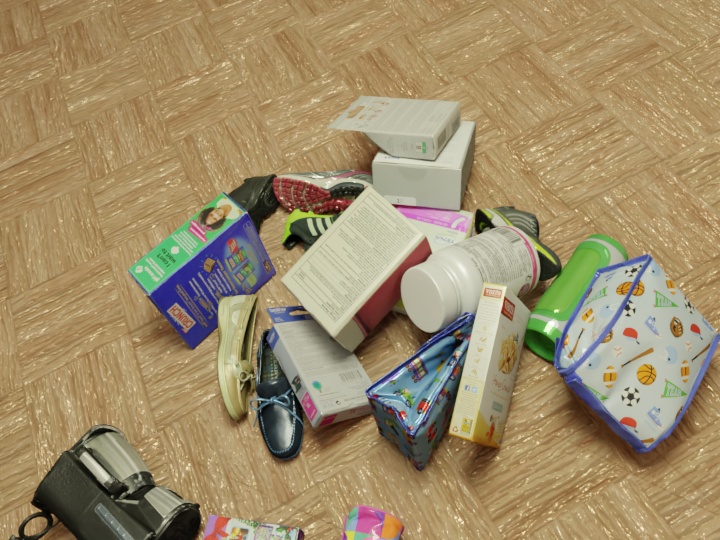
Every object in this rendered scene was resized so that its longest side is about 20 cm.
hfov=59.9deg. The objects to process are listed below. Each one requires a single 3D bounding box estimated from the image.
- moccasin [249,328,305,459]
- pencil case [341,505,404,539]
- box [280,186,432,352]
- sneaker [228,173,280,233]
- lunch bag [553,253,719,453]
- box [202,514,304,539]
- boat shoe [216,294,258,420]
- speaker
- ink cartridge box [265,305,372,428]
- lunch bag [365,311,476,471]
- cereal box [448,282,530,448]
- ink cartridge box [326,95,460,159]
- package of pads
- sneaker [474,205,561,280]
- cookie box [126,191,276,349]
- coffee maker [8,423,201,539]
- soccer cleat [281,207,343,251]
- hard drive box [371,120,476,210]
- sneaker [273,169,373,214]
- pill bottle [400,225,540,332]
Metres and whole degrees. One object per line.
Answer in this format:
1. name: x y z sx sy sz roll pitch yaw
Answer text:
1. moccasin: -0.137 0.185 0.957 0.079 0.069 0.203 -17 56 -2
2. pencil case: -0.005 0.404 0.784 0.086 0.089 0.203 10 58 16
3. box: 0.000 0.000 0.951 0.200 0.109 0.128 -46 66 -4
4. sneaker: -0.225 -0.103 1.164 0.089 0.077 0.201 8 45 30
5. lunch bag: 0.363 0.114 0.847 0.170 0.124 0.201 42 64 -8
6. box: -0.158 0.436 0.816 0.133 0.039 0.204 4 58 12
7. boat shoe: -0.190 0.133 0.996 0.061 0.074 0.205 -9 59 1
8. speaker: 0.329 0.040 0.956 0.088 0.089 0.201 31 68 26
9. ink cartridge box: -0.064 0.138 0.956 0.117 0.042 0.202 -2 48 -41
10. lunch bag: 0.112 0.157 0.879 0.094 0.152 0.200 37 70 28
11. cereal box: 0.180 0.133 0.852 0.039 0.143 0.205 10 79 30
12. ink cartridge box: 0.062 -0.254 1.096 0.196 0.051 0.162 8 37 23
13. package of pads: 0.100 -0.021 1.048 0.151 0.069 0.203 16 62 21
14. sneaker: 0.267 -0.057 1.019 0.079 0.075 0.201 -21 39 -13
15. cookie box: -0.255 0.002 1.037 0.075 0.173 0.200 35 69 31
16. coffee maker: -0.346 0.352 0.868 0.198 0.134 0.195 31 90 28
17. soccer cleat: -0.053 -0.063 1.098 0.196 0.067 0.083 5 69 34
18. hard drive box: 0.117 -0.197 1.112 0.152 0.078 0.201 7 36 15
19. sneaker: -0.066 -0.150 1.163 0.195 0.082 0.076 5 43 5
20. pill bottle: 0.163 0.013 0.927 0.197 0.115 0.114 -20 52 -31
